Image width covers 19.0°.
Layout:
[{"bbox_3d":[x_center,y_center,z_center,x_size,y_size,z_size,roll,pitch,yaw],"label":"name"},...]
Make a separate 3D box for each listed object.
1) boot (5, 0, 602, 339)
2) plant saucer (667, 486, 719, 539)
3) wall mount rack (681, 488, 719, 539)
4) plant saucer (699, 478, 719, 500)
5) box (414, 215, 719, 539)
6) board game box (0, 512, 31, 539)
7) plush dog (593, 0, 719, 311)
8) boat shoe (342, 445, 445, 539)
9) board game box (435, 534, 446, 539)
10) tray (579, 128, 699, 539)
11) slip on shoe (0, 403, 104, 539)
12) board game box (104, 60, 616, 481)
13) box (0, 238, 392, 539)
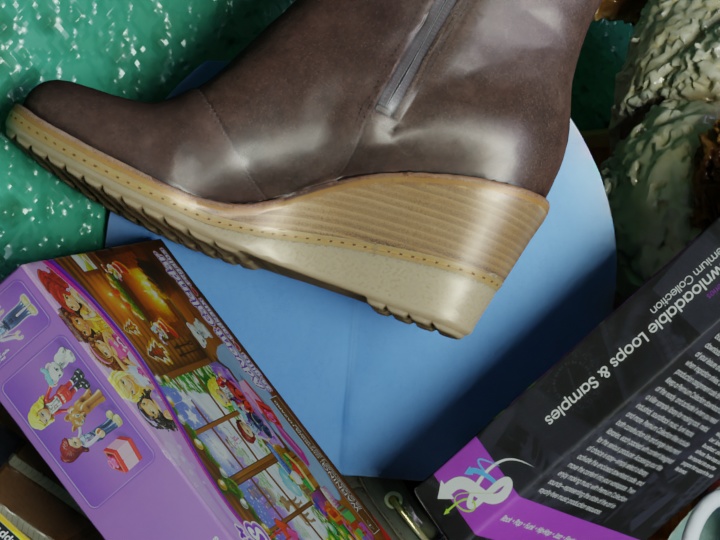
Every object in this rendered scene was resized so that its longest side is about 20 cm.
[{"bbox_3d":[-0.015,-0.081,0.800,0.199,0.072,0.167,20,84,2],"label":"boot"},{"bbox_3d":[0.188,0.194,0.970,0.200,0.039,0.202,-6,99,-45],"label":"plant saucer"},{"bbox_3d":[0.224,0.118,0.922,0.200,0.074,0.175,27,71,-42],"label":"wall mount rack"},{"bbox_3d":[0.229,0.120,1.067,0.200,0.051,0.202,-6,99,-43],"label":"plant saucer"},{"bbox_3d":[0.128,0.041,0.826,0.200,0.036,0.143,-41,153,12],"label":"box"},{"bbox_3d":[-0.230,0.100,0.646,0.200,0.062,0.200,40,74,13],"label":"board game box"},{"bbox_3d":[0.149,-0.049,0.898,0.160,0.200,0.172,21,53,3],"label":"plush dog"},{"bbox_3d":[0.058,0.140,0.907,0.201,0.072,0.060,36,115,-26],"label":"boat shoe"},{"bbox_3d":[0.002,0.208,0.839,0.200,0.032,0.120,-39,110,-12],"label":"board game box"},{"bbox_3d":[0.106,0.037,0.982,0.098,0.037,0.201,-8,98,-39],"label":"tray"},{"bbox_3d":[-0.143,0.042,0.770,0.200,0.061,0.076,39,109,-19],"label":"slip on shoe"},{"bbox_3d":[0.000,0.000,0.853,0.199,0.039,0.159,4,98,0],"label":"board game box"},{"bbox_3d":[-0.046,0.081,0.756,0.200,0.039,0.137,52,14,5],"label":"box"}]
